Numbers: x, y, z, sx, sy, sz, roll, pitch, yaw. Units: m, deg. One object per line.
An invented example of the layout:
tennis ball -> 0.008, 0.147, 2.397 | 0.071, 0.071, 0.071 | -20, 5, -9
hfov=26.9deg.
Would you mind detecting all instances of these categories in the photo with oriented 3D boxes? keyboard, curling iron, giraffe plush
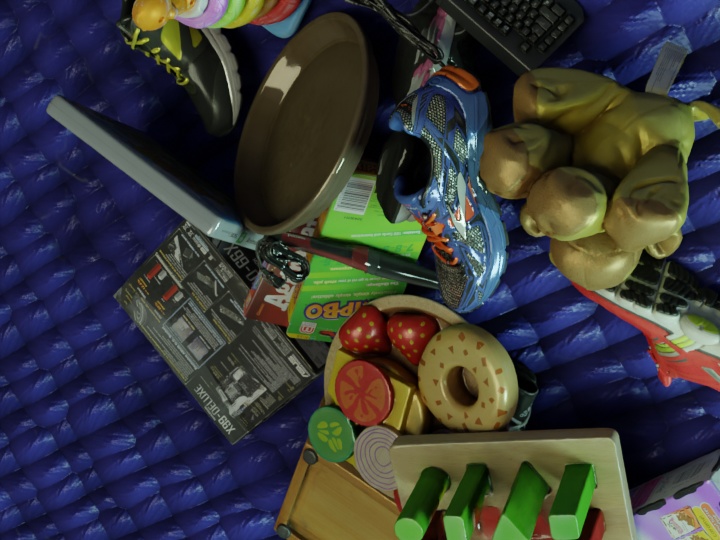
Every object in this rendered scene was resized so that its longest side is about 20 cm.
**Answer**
keyboard -> 0.066, -0.224, 1.176 | 0.200, 0.127, 0.021 | 42, 170, 9
curling iron -> 0.000, 0.000, 1.314 | 0.026, 0.198, 0.050 | -161, 79, -69
giraffe plush -> 0.184, -0.059, 1.154 | 0.172, 0.200, 0.163 | 36, 146, 23

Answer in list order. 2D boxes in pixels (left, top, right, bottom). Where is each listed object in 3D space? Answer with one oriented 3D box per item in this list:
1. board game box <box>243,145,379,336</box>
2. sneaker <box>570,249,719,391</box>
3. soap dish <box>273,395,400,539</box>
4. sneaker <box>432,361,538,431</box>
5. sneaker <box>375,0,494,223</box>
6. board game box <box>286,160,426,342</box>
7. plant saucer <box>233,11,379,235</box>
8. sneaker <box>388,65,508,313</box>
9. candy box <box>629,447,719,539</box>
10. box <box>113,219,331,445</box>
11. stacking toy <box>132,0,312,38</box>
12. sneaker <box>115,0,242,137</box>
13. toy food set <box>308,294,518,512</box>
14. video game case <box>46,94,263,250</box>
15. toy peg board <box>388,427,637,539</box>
board game box -> -0.026, -0.021, 1.360 | 0.102, 0.020, 0.201 | 13, 130, -18
sneaker -> 0.248, 0.051, 1.216 | 0.199, 0.077, 0.085 | 32, 132, 17
soap dish -> 0.014, 0.238, 1.463 | 0.199, 0.081, 0.158 | 32, 127, 15
sneaker -> 0.129, 0.160, 1.349 | 0.201, 0.076, 0.115 | 54, 132, 2
sneaker -> 0.073, -0.135, 1.245 | 0.080, 0.086, 0.202 | -134, 54, -62
board game box -> 0.000, -0.011, 1.342 | 0.095, 0.030, 0.201 | 8, 128, -15
plant saucer -> -0.045, -0.122, 1.279 | 0.029, 0.201, 0.200 | 21, 139, -31
sneaker -> 0.060, -0.057, 1.178 | 0.075, 0.078, 0.202 | 22, 129, 52
candy box -> 0.283, 0.266, 1.301 | 0.200, 0.071, 0.168 | -34, 92, 40
box -> -0.135, 0.054, 1.491 | 0.200, 0.050, 0.158 | 50, 131, 2
stacking toy -> -0.125, -0.237, 1.236 | 0.110, 0.200, 0.116 | 39, 130, 11
sneaker -> -0.173, -0.209, 1.349 | 0.074, 0.084, 0.201 | -9, 104, 65
toy food set -> 0.046, 0.122, 1.333 | 0.199, 0.049, 0.199 | 25, 113, 27
video game case -> -0.168, -0.082, 1.364 | 0.199, 0.182, 0.022 | 37, 96, 18
toy peg board -> 0.125, 0.246, 1.259 | 0.198, 0.098, 0.201 | -5, 112, 23
